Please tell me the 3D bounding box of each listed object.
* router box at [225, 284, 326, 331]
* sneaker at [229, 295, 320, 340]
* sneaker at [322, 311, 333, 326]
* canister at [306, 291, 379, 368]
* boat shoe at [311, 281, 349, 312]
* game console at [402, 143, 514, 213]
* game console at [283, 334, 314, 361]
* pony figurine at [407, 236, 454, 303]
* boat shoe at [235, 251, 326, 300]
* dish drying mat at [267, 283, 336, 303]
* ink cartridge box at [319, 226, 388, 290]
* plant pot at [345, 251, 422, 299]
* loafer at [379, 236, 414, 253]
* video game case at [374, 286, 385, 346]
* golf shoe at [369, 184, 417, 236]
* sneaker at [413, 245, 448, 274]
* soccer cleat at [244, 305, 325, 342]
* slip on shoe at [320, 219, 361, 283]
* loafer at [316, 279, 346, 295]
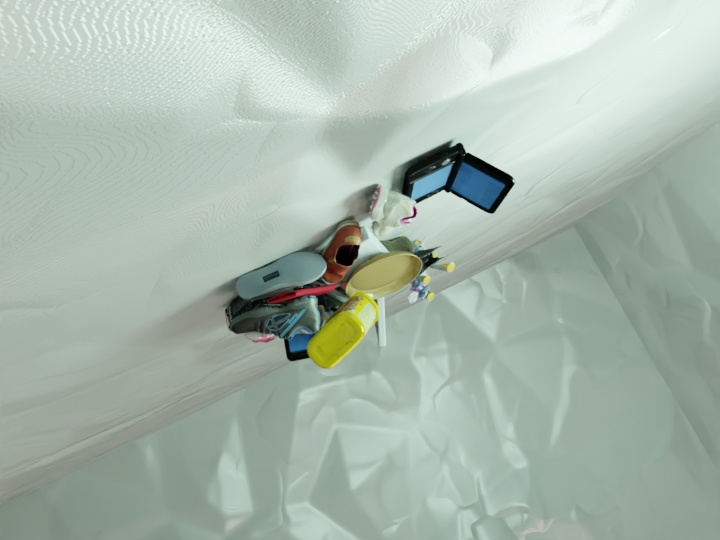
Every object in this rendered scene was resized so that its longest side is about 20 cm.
[{"bbox_3d":[-0.205,0.090,1.326,0.199,0.063,0.150,5,148,-43],"label":"router box"},{"bbox_3d":[-0.181,0.113,1.156,0.198,0.083,0.073,-14,176,7],"label":"sneaker"},{"bbox_3d":[-0.085,0.134,1.470,0.198,0.082,0.076,23,160,-15],"label":"sneaker"},{"bbox_3d":[-0.036,0.134,1.247,0.148,0.087,0.200,-43,179,13],"label":"canister"},{"bbox_3d":[-0.077,0.082,1.402,0.069,0.198,0.057,111,5,-71],"label":"boat shoe"},{"bbox_3d":[0.183,-0.153,1.084,0.175,0.117,0.200,-26,168,-5],"label":"game console"},{"bbox_3d":[-0.139,0.149,1.608,0.116,0.201,0.176,18,123,-30],"label":"game console"},{"bbox_3d":[0.167,0.007,1.591,0.194,0.166,0.200,-57,-153,9],"label":"pony figurine"},{"bbox_3d":[-0.171,0.022,1.195,0.200,0.075,0.086,-22,168,-11],"label":"boat shoe"},{"bbox_3d":[-0.125,0.050,1.208,0.076,0.018,0.200,-16,175,22],"label":"dish drying mat"},{"bbox_3d":[0.000,0.000,1.323,0.159,0.048,0.200,-31,135,15],"label":"ink cartridge box"},{"bbox_3d":[0.054,0.010,1.325,0.198,0.028,0.201,-17,153,-9],"label":"plant pot"},{"bbox_3d":[0.072,-0.039,1.477,0.199,0.076,0.068,-15,158,-48],"label":"loafer"},{"bbox_3d":[0.048,0.081,1.517,0.023,0.202,0.182,-4,-162,-2],"label":"video game case"},{"bbox_3d":[0.068,-0.107,1.100,0.091,0.076,0.200,14,172,7],"label":"golf shoe"},{"bbox_3d":[0.143,-0.009,1.486,0.104,0.060,0.199,-36,-176,-28],"label":"sneaker"},{"bbox_3d":[-0.170,0.111,1.245,0.198,0.070,0.087,-4,142,-37],"label":"soccer cleat"},{"bbox_3d":[-0.044,-0.027,1.195,0.073,0.062,0.201,3,145,-19],"label":"slip on shoe"},{"bbox_3d":[-0.060,0.061,1.506,0.198,0.077,0.067,14,180,-9],"label":"loafer"}]
